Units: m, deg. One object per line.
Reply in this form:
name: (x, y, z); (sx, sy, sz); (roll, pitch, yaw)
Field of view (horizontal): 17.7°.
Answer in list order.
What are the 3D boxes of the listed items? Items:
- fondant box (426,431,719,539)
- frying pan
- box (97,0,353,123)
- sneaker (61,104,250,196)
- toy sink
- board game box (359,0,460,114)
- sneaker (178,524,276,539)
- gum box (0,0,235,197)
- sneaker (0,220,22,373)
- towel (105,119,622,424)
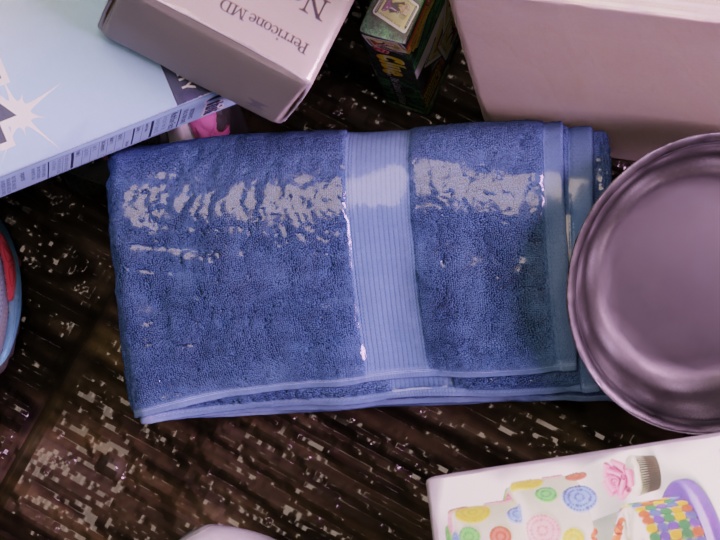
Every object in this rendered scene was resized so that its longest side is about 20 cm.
fondant box: (0.132, 0.134, 0.832); (0.200, 0.058, 0.145); (-9, 76, 8)
frying pan: (0.162, -0.017, 0.866); (0.190, 0.031, 0.115); (-34, 106, -2)
box: (-0.016, -0.162, 0.850); (0.082, 0.068, 0.200); (26, 76, -8)
sneaker: (-0.123, -0.122, 0.945); (0.086, 0.080, 0.200); (-24, 75, 4)
toy sink: (0.111, -0.116, 0.849); (0.130, 0.200, 0.112); (8, 80, 10)
board game box: (0.053, -0.167, 0.916); (0.023, 0.105, 0.200); (22, 83, 13)
sneaker: (-0.009, 0.175, 0.868); (0.070, 0.080, 0.200); (-39, 75, 1)
gum box: (-0.167, -0.108, 0.872); (0.200, 0.045, 0.170); (-22, 86, -11)
sneaker: (-0.200, -0.041, 0.929); (0.079, 0.096, 0.200); (-22, 76, 3)
towel: (0.000, 0.000, 0.900); (0.200, 0.049, 0.112); (-2, 105, 8)
